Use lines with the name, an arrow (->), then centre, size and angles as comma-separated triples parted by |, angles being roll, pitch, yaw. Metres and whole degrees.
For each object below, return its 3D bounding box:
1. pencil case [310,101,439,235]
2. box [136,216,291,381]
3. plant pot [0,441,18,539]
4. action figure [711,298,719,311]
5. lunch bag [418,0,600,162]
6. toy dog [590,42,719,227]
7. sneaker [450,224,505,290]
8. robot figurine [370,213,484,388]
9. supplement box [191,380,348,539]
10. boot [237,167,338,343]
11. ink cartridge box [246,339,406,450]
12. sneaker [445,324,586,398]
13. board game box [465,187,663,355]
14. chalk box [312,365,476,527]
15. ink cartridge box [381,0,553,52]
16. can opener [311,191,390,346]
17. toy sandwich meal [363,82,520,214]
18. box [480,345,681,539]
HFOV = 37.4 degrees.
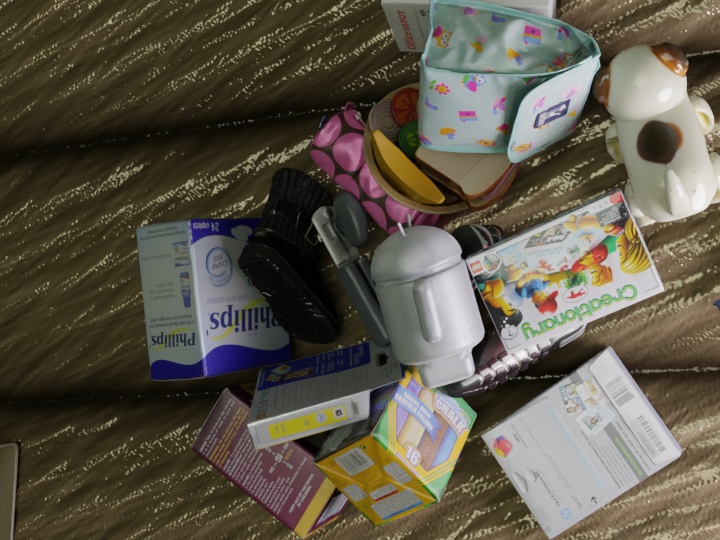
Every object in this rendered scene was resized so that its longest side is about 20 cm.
pencil case -> 0.024, -0.124, 1.397 | 0.200, 0.091, 0.094 | 44, 102, 11
box -> -0.191, 0.034, 1.417 | 0.104, 0.183, 0.203 | -6, 90, 35
plant pot -> -0.660, 0.358, 1.612 | 0.175, 0.199, 0.203 | 7, 94, 32
action figure -> 0.520, 0.020, 1.233 | 0.199, 0.104, 0.196 | -33, 71, 43
lunch bag -> 0.169, -0.216, 1.235 | 0.197, 0.171, 0.123 | 8, 65, 4
toy dog -> 0.337, -0.159, 1.232 | 0.138, 0.193, 0.203 | -17, 92, 31
sneaker -> 0.122, 0.015, 1.371 | 0.200, 0.086, 0.081 | -45, 73, 37
robot figurine -> 0.079, 0.034, 1.263 | 0.111, 0.170, 0.203 | -17, 98, 2
supplement box -> -0.104, 0.249, 1.429 | 0.199, 0.131, 0.104 | 35, 101, 15
boot -> -0.072, -0.018, 1.432 | 0.078, 0.212, 0.159 | -3, 48, 29
ink cartridge box -> -0.038, 0.148, 1.344 | 0.197, 0.198, 0.048 | -13, 103, 3
sneaker -> 0.176, 0.072, 1.345 | 0.198, 0.076, 0.116 | -27, 72, -6
board game box -> 0.238, 0.003, 1.251 | 0.198, 0.035, 0.127 | -25, 95, 16
chalk box -> 0.054, 0.197, 1.345 | 0.124, 0.201, 0.124 | 47, 133, -11
ink cartridge box -> 0.138, -0.355, 1.288 | 0.197, 0.147, 0.147 | 5, 79, 12
can opener -> 0.000, 0.000, 1.376 | 0.066, 0.052, 0.202 | -26, 90, 43
toy sandwich meal -> 0.101, -0.160, 1.335 | 0.202, 0.070, 0.208 | 2, 69, -6
box -> 0.276, 0.217, 1.336 | 0.199, 0.041, 0.157 | -38, 79, 16
